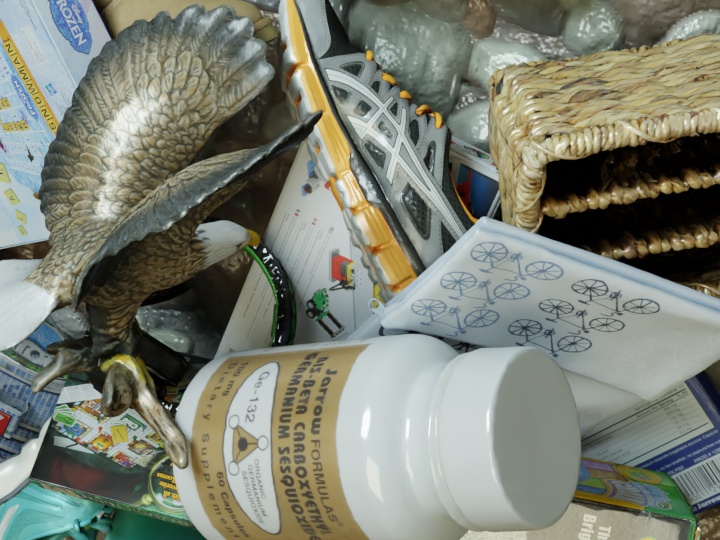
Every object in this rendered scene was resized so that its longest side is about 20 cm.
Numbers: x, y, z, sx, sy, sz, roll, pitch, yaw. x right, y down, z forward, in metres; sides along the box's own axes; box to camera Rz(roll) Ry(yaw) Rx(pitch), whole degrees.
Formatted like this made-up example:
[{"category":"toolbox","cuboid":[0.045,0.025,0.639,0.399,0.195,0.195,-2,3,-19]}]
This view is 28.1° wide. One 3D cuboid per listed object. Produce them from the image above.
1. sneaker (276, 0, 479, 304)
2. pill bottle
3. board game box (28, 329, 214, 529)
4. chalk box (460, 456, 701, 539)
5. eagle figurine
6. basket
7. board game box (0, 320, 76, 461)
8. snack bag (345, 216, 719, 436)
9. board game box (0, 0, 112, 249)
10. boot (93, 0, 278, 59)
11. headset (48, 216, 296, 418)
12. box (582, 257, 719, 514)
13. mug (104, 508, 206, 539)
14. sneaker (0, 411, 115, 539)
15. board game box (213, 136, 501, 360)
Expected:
[{"category":"sneaker","cuboid":[0.011,-0.076,0.818,0.077,0.078,0.201,-25,91,-5]},{"category":"pill bottle","cuboid":[0.008,0.092,0.756,0.199,0.114,0.115,-8,113,37]},{"category":"board game box","cuboid":[-0.098,0.106,0.888,0.199,0.105,0.023,12,157,19]},{"category":"chalk box","cuboid":[0.130,0.182,0.857,0.199,0.124,0.125,11,95,3]},{"category":"eagle figurine","cuboid":[-0.108,-0.028,0.749,0.151,0.151,0.201,26,120,12]},{"category":"basket","cuboid":[0.175,-0.039,0.764,0.199,0.149,0.143,-9,113,-1]},{"category":"board game box","cuboid":[-0.282,0.051,0.963,0.200,0.062,0.200,32,134,-2]},{"category":"snack bag","cuboid":[0.092,0.045,0.800,0.188,0.021,0.200,18,147,-23]},{"category":"board game box","cuboid":[-0.219,-0.113,0.866,0.199,0.041,0.201,-6,115,45]},{"category":"boot","cuboid":[-0.152,-0.195,0.818,0.175,0.066,0.201,-8,114,43]},{"category":"headset","cuboid":[-0.140,0.023,0.864,0.199,0.094,0.124,3,77,10]},{"category":"box","cuboid":[0.152,0.075,0.911,0.121,0.032,0.200,-30,103,24]},{"category":"mug","cuboid":[-0.070,0.191,0.943,0.185,0.153,0.114,-6,148,44]},{"category":"sneaker","cuboid":[-0.184,0.142,0.968,0.200,0.077,0.080,-41,66,13]},{"category":"board game box","cuboid":[0.000,0.000,0.891,0.126,0.035,0.201,27,110,9]}]
